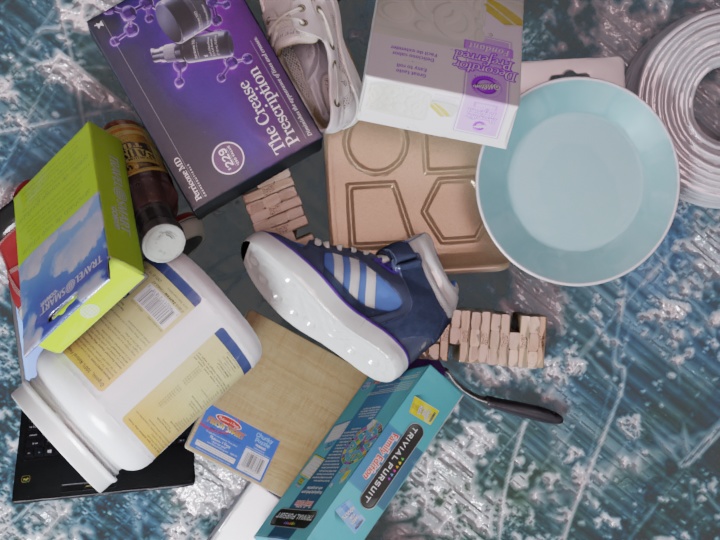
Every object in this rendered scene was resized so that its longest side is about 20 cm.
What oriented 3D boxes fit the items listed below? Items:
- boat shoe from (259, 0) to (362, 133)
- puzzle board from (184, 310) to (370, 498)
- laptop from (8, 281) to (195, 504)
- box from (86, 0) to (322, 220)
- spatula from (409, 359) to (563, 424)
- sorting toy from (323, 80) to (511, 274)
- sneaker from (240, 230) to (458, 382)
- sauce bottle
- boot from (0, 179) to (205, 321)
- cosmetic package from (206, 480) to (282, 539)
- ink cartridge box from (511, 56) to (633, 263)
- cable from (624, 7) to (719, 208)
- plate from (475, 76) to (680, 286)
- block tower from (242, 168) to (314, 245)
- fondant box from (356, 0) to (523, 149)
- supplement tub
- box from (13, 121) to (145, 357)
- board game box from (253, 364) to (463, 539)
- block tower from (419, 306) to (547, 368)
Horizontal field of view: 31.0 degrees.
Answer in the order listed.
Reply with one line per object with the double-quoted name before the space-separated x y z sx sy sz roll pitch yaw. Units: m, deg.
"boat shoe" -0.056 -0.227 1.243 0.070 0.069 0.201 -22 98 29
"puzzle board" -0.057 0.151 1.292 0.199 0.017 0.151 29 72 -14
"laptop" -0.256 0.110 1.271 0.176 0.201 0.104 -6 137 -1
"box" -0.143 -0.171 1.211 0.141 0.079 0.201 -31 89 -3
"spatula" 0.116 0.122 1.322 0.199 0.057 0.021 22 106 -10
"sorting toy" 0.057 -0.094 1.315 0.184 0.036 0.202 -3 88 -2
"sneaker" 0.000 0.000 1.247 0.200 0.081 0.147 38 57 7
"sauce bottle" -0.205 -0.076 1.222 0.066 0.200 0.066 -12 124 -18
"boot" -0.264 -0.046 1.279 0.199 0.072 0.145 -24 74 -4
"cosmetic package" -0.053 0.300 1.307 0.200 0.074 0.102 37 90 -1
"ink cartridge box" 0.207 -0.108 1.300 0.115 0.068 0.202 -3 93 -2
"cable" 0.364 -0.163 1.303 0.199 0.069 0.201 -15 93 -2
"plate" 0.208 -0.085 1.254 0.199 0.026 0.202 0 91 -2
"block tower" -0.096 -0.094 1.288 0.057 0.054 0.201 -22 94 -2
"fondant box" 0.080 -0.215 1.238 0.143 0.058 0.201 11 50 -3
"supplement tub" -0.206 0.091 1.196 0.200 0.144 0.145 -42 94 -12
"box" -0.253 -0.023 1.152 0.122 0.201 0.048 -40 134 23
"board game box" -0.004 0.185 1.216 0.047 0.151 0.200 41 70 -11
"block tower" 0.087 0.063 1.310 0.198 0.054 0.058 4 92 -3
